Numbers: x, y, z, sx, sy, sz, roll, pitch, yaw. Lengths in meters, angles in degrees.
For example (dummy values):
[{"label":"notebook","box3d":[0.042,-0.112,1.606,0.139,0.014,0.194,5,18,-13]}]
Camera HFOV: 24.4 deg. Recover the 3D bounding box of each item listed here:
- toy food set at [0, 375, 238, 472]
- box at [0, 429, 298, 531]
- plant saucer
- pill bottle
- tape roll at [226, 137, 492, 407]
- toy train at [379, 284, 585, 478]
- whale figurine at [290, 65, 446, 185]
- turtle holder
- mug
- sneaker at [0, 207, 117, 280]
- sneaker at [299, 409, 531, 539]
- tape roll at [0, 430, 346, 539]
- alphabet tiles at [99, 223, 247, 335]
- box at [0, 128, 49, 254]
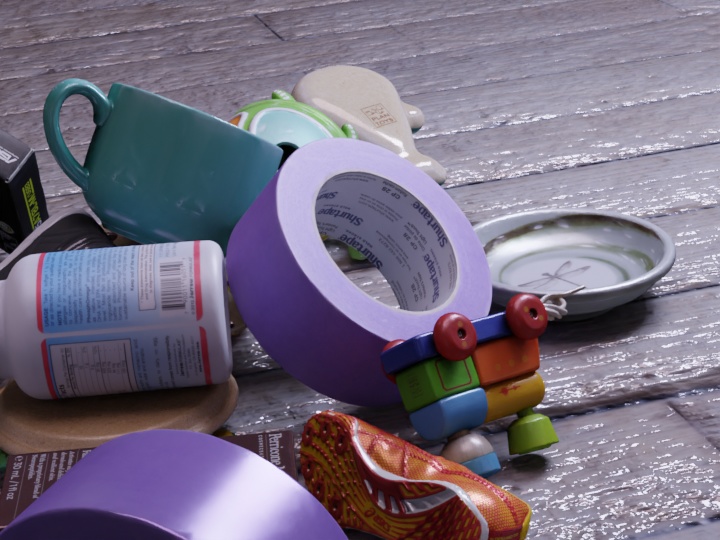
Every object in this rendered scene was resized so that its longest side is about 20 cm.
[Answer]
[{"label":"toy food set","box3d":[-0.190,0.110,1.272,0.198,0.049,0.198,-11,24,-17]},{"label":"box","box3d":[-0.137,0.166,1.099,0.198,0.076,0.100,-4,22,-4]},{"label":"plant saucer","box3d":[0.178,0.001,1.469,0.198,0.051,0.200,-4,23,2]},{"label":"pill bottle","box3d":[-0.197,0.038,1.238,0.198,0.110,0.109,-4,22,-2]},{"label":"tape roll","box3d":[0.000,0.000,1.311,0.198,0.085,0.201,22,44,-22]},{"label":"toy train","box3d":[0.117,0.081,1.219,0.199,0.117,0.084,-13,-10,-37]},{"label":"whale figurine","box3d":[0.004,-0.132,1.790,0.158,0.104,0.200,-21,53,-36]},{"label":"turtle holder","box3d":[-0.067,-0.071,1.602,0.140,0.186,0.132,-30,12,23]},{"label":"mug","box3d":[-0.168,-0.079,1.379,0.183,0.115,0.152,21,-1,9]},{"label":"sneaker","box3d":[-0.266,0.037,1.334,0.200,0.071,0.099,-49,34,-13]},{"label":"sneaker","box3d":[0.031,0.151,1.137,0.077,0.074,0.199,6,15,-44]},{"label":"tape roll","box3d":[-0.096,0.189,0.848,0.198,0.202,0.085,6,24,21]},{"label":"alphabet tiles","box3d":[-0.142,-0.005,1.413,0.166,0.006,0.199,-26,43,-32]},{"label":"box","box3d":[-0.384,-0.104,1.560,0.199,0.193,0.048,32,71,8]}]
